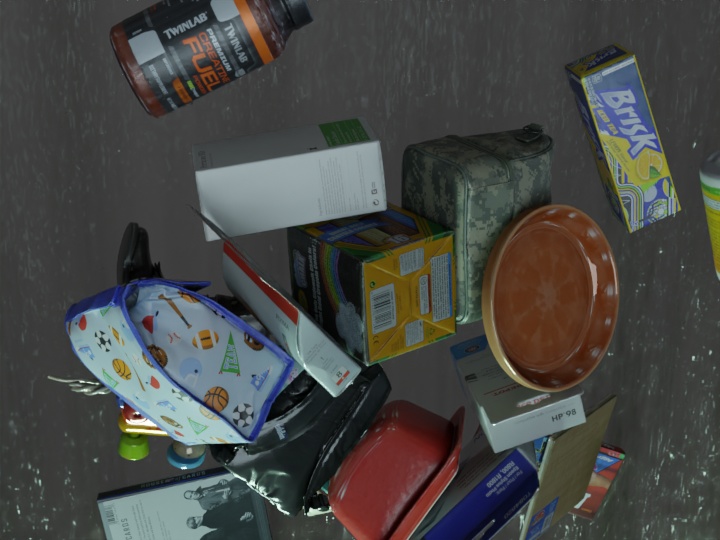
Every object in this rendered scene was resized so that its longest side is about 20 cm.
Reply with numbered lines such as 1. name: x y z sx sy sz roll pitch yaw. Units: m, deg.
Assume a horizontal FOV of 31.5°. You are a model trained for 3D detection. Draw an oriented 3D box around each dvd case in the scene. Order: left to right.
1. dvd case: -0.213 0.322 1.582 0.198 0.025 0.152 -11 113 -5

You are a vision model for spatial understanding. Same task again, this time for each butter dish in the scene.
1. butter dish: 0.023 0.227 1.513 0.147 0.199 0.201 35 100 0

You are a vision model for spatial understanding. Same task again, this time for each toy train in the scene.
1. toy train: -0.266 0.171 1.487 0.198 0.085 0.117 6 124 -12

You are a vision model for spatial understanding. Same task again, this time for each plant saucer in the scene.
1. plant saucer: 0.204 0.029 1.381 0.199 0.032 0.203 -3 94 -38

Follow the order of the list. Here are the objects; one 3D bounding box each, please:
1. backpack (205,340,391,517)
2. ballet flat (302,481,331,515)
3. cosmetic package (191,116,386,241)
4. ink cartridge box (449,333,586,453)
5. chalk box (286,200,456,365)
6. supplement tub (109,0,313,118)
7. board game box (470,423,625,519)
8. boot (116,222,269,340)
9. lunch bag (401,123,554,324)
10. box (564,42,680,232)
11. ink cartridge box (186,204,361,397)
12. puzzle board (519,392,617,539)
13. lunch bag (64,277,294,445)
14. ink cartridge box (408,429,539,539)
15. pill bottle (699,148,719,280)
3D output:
1. backpack: -0.066 0.155 1.433 0.200 0.126 0.167 -50 129 -3
2. ballet flat: -0.095 0.226 1.546 0.069 0.070 0.201 -34 115 5
3. cosmetic package: -0.079 -0.101 1.390 0.198 0.108 0.086 -10 113 -8
4. ink cartridge box: 0.185 0.140 1.483 0.115 0.200 0.067 -18 114 -2
5. chalk box: 0.000 0.000 1.408 0.123 0.200 0.126 -17 117 -28
6. supplement tub: -0.151 -0.246 1.318 0.199 0.107 0.108 -27 114 2
7. board game box: 0.232 0.248 1.635 0.198 0.019 0.104 18 108 -17
8. boot: -0.185 0.038 1.449 0.172 0.069 0.202 -6 104 -15
9. lunch bag: 0.144 -0.054 1.433 0.166 0.139 0.202 -14 116 -28
10. box: 0.301 -0.151 1.460 0.070 0.064 0.201 -23 113 0
11. ink cartridge box: -0.100 0.033 1.312 0.050 0.162 0.200 -48 137 0
12. puzzle board: 0.248 0.240 1.543 0.017 0.199 0.152 24 112 27
13. lunch bag: -0.196 0.083 1.322 0.199 0.170 0.125 37 63 -21
14. ink cartridge box: 0.128 0.267 1.509 0.041 0.200 0.200 41 104 -8
15. pill bottle: 0.470 -0.042 1.509 0.110 0.111 0.202 -18 114 -3
